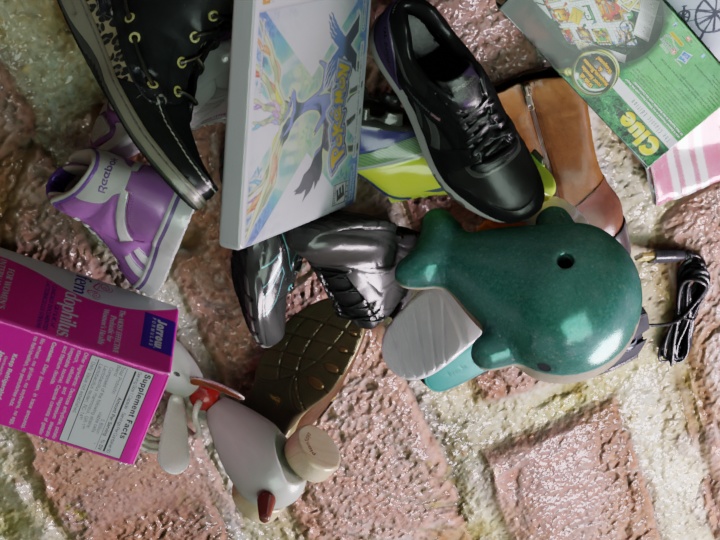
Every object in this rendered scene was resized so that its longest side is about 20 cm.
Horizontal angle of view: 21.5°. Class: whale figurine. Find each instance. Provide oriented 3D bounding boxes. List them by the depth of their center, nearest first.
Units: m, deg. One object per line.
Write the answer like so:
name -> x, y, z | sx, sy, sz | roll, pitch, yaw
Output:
whale figurine -> 0.127, 0.004, 1.510 | 0.160, 0.199, 0.104 | -59, 163, -24

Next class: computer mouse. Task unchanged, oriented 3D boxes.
computer mouse -> 0.236, 0.045, 1.750 | 0.198, 0.046, 0.141 | -1, 128, -19

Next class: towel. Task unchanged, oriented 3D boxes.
towel -> 0.338, -0.144, 1.653 | 0.199, 0.030, 0.147 | -20, 131, -4

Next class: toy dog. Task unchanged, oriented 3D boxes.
toy dog -> -0.119, 0.148, 1.619 | 0.199, 0.096, 0.133 | 24, 117, 3

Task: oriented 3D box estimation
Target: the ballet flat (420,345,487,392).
ballet flat -> 0.138, 0.046, 1.698 | 0.198, 0.069, 0.068 | -17, 130, 2

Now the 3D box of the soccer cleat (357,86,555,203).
soccer cleat -> 0.061, -0.087, 1.556 | 0.199, 0.065, 0.084 | 17, 120, -9

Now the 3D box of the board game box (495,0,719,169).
board game box -> 0.211, -0.182, 1.535 | 0.105, 0.024, 0.200 | -40, 116, 13

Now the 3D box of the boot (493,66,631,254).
boot -> 0.125, -0.063, 1.618 | 0.187, 0.069, 0.201 | -17, 125, 10

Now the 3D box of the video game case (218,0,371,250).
video game case -> -0.045, -0.131, 1.418 | 0.182, 0.022, 0.202 | -25, 124, -59

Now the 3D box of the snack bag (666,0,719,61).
snack bag -> 0.293, -0.232, 1.558 | 0.187, 0.021, 0.201 | -17, 121, -9

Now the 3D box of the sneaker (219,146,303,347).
sneaker -> -0.068, -0.020, 1.573 | 0.079, 0.076, 0.201 | -13, 130, -13

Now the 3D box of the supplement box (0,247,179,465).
supplement box -> -0.256, 0.063, 1.520 | 0.199, 0.101, 0.104 | 20, 119, -13

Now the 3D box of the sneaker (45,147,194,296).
sneaker -> -0.190, -0.047, 1.486 | 0.113, 0.073, 0.201 | 21, 159, -5

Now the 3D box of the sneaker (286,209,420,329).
sneaker -> 0.000, 0.000, 1.552 | 0.200, 0.075, 0.092 | 16, 85, -60

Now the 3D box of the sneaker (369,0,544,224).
sneaker -> 0.076, -0.122, 1.471 | 0.076, 0.088, 0.201 | -37, 94, -8

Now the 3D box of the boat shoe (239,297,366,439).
boat shoe -> -0.053, 0.096, 1.679 | 0.201, 0.072, 0.067 | -56, 167, 28

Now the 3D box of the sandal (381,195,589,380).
sandal -> 0.101, 0.012, 1.600 | 0.206, 0.059, 0.079 | -38, 87, 3

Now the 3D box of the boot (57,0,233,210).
boot -> -0.117, -0.163, 1.381 | 0.153, 0.204, 0.074 | -31, 165, 0

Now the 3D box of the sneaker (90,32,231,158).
sneaker -> -0.116, -0.134, 1.467 | 0.199, 0.075, 0.100 | -34, 130, 8
